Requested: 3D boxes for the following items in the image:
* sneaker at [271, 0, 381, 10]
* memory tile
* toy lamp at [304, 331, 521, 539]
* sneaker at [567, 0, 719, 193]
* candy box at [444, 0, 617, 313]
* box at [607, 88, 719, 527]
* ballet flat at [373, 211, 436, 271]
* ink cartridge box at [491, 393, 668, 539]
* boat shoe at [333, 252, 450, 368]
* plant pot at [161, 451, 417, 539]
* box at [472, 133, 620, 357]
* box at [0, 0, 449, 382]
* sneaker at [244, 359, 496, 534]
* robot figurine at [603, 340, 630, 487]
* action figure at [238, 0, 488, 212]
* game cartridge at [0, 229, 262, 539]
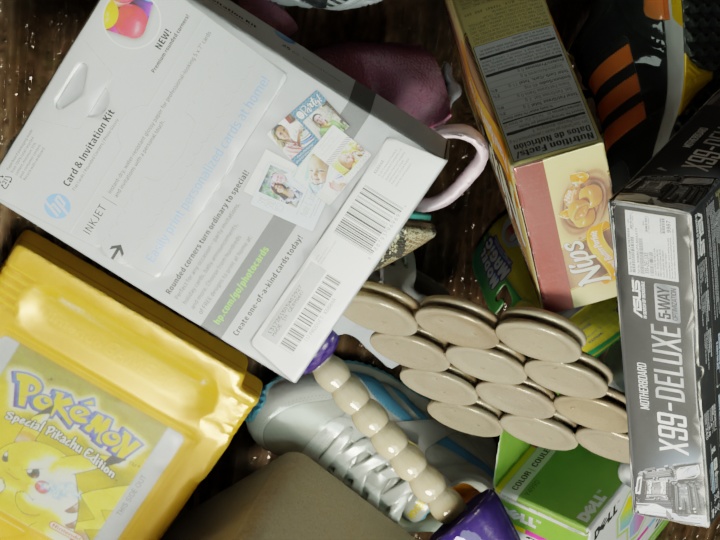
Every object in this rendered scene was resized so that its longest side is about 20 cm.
[{"bbox_3d":[0.024,-0.215,1.437,0.200,0.075,0.115,-12,132,-14],"label":"sneaker"},{"bbox_3d":[0.084,0.060,1.536,0.153,0.017,0.200,9,157,27],"label":"memory tile"},{"bbox_3d":[0.028,0.116,1.659,0.058,0.058,0.200,-39,93,17],"label":"toy lamp"},{"bbox_3d":[0.162,-0.103,1.530,0.070,0.090,0.200,-8,107,-50],"label":"sneaker"},{"bbox_3d":[0.096,-0.086,1.484,0.055,0.200,0.115,-17,133,0],"label":"candy box"},{"bbox_3d":[0.200,0.018,1.480,0.050,0.158,0.200,9,122,29],"label":"box"},{"bbox_3d":[-0.060,-0.018,1.482,0.200,0.068,0.075,14,91,4],"label":"ballet flat"},{"bbox_3d":[0.150,0.114,1.709,0.148,0.076,0.200,-45,149,-41],"label":"ink cartridge box"},{"bbox_3d":[0.000,0.000,1.602,0.067,0.074,0.200,-43,159,3],"label":"boat shoe"},{"bbox_3d":[-0.055,0.238,1.683,0.200,0.177,0.200,39,135,-18],"label":"plant pot"},{"bbox_3d":[0.161,-0.027,1.613,0.200,0.117,0.048,-38,130,17],"label":"box"},{"bbox_3d":[-0.077,-0.056,1.415,0.200,0.041,0.156,31,108,-7],"label":"box"},{"bbox_3d":[0.015,0.120,1.721,0.200,0.081,0.077,20,123,-29],"label":"sneaker"},{"bbox_3d":[0.219,0.046,1.662,0.113,0.200,0.170,12,148,24],"label":"robot figurine"},{"bbox_3d":[-0.053,-0.087,1.482,0.200,0.149,0.134,3,136,-37],"label":"action figure"},{"bbox_3d":[-0.180,0.095,1.626,0.176,0.032,0.200,30,119,-9],"label":"game cartridge"}]
